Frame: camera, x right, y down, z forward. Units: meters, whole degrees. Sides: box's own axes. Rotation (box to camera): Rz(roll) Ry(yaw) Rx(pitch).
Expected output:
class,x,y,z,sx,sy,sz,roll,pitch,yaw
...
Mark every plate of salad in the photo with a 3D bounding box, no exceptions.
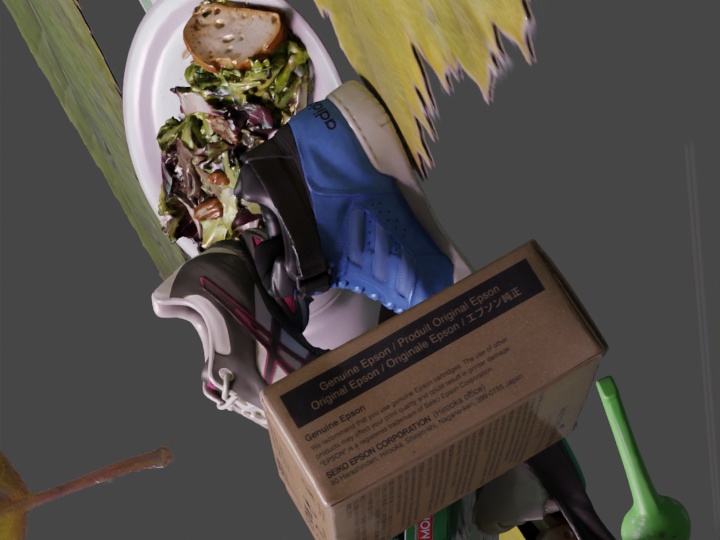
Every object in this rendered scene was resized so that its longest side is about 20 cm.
class,x,y,z,sx,sy,sz,roll,pitch,yaw
plate of salad,-0.084,-0.084,1.389,0.200,0.048,0.200,15,114,36

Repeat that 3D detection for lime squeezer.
class,x,y,z,sx,sy,sz,roll,pitch,yaw
lime squeezer,0.149,0.134,1.188,0.071,0.038,0.200,49,170,30

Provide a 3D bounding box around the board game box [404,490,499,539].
class,x,y,z,sx,sy,sz,roll,pitch,yaw
board game box,0.059,0.134,1.390,0.135,0.029,0.200,69,-161,-47

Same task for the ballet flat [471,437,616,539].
class,x,y,z,sx,sy,sz,roll,pitch,yaw
ballet flat,0.114,0.155,1.349,0.200,0.068,0.068,56,147,1

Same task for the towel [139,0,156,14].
class,x,y,z,sx,sy,sz,roll,pitch,yaw
towel,-0.124,-0.174,1.673,0.200,0.031,0.149,46,166,54

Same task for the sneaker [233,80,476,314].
class,x,y,z,sx,sy,sz,roll,pitch,yaw
sneaker,0.000,0.000,1.312,0.200,0.111,0.077,61,171,-19

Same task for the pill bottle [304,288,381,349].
class,x,y,z,sx,sy,sz,roll,pitch,yaw
pill bottle,-0.025,0.058,1.663,0.111,0.111,0.200,49,167,46

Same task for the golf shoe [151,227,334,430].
class,x,y,z,sx,sy,sz,roll,pitch,yaw
golf shoe,-0.047,0.073,1.339,0.200,0.088,0.077,57,156,17

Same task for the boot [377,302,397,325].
class,x,y,z,sx,sy,sz,roll,pitch,yaw
boot,0.017,0.114,1.471,0.070,0.200,0.146,12,139,17

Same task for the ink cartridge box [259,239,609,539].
class,x,y,z,sx,sy,sz,roll,pitch,yaw
ink cartridge box,0.037,0.077,1.195,0.075,0.165,0.200,58,171,15

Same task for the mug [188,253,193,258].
class,x,y,z,sx,sy,sz,roll,pitch,yaw
mug,-0.072,-0.057,1.506,0.152,0.114,0.185,56,172,15

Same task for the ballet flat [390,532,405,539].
class,x,y,z,sx,sy,sz,roll,pitch,yaw
ballet flat,0.015,0.190,1.404,0.067,0.070,0.200,10,177,17
